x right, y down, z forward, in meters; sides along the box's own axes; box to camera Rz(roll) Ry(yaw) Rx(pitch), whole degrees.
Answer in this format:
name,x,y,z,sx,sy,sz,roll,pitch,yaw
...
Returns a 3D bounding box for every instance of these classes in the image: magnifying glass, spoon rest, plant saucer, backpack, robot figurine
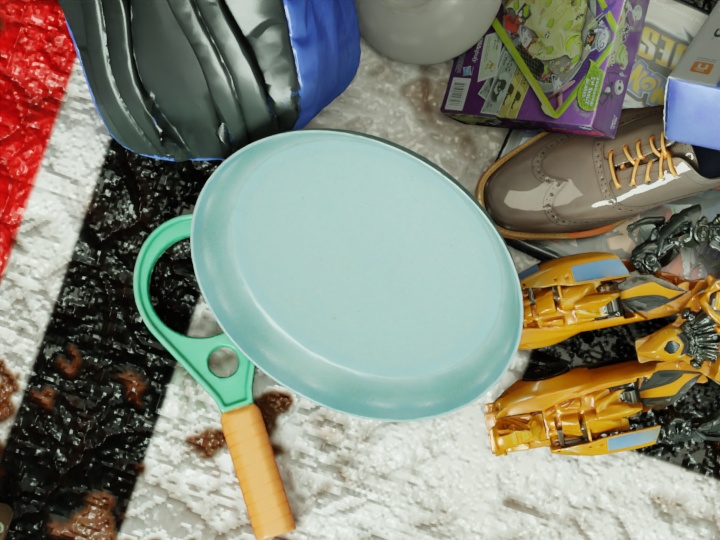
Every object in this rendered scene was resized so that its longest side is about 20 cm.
name,x,y,z,sx,sy,sz,roll,pitch,yaw
magnifying glass,-0.080,0.063,1.228,0.079,0.022,0.201,-17,86,-4
spoon rest,0.052,-0.223,1.244,0.099,0.061,0.201,15,93,22
plant saucer,0.000,0.000,1.161,0.200,0.200,0.027,30,42,1
backpack,-0.077,-0.172,1.172,0.162,0.168,0.201,0,114,31
robot figurine,0.165,0.044,1.202,0.199,0.058,0.146,-12,102,8

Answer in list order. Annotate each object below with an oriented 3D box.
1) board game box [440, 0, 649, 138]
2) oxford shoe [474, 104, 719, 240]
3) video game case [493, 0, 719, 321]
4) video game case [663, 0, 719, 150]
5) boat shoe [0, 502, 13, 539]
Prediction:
name,x,y,z,sx,sy,sz,roll,pitch,yaw
board game box,0.123,-0.181,1.220,0.032,0.120,0.201,20,83,-41
oxford shoe,0.164,-0.068,1.198,0.199,0.073,0.072,-17,85,-3
video game case,0.192,-0.069,1.248,0.199,0.026,0.181,24,84,1
video game case,0.296,-0.118,1.162,0.199,0.046,0.181,14,41,22
boat shoe,-0.233,0.229,1.181,0.075,0.075,0.203,4,84,-7
